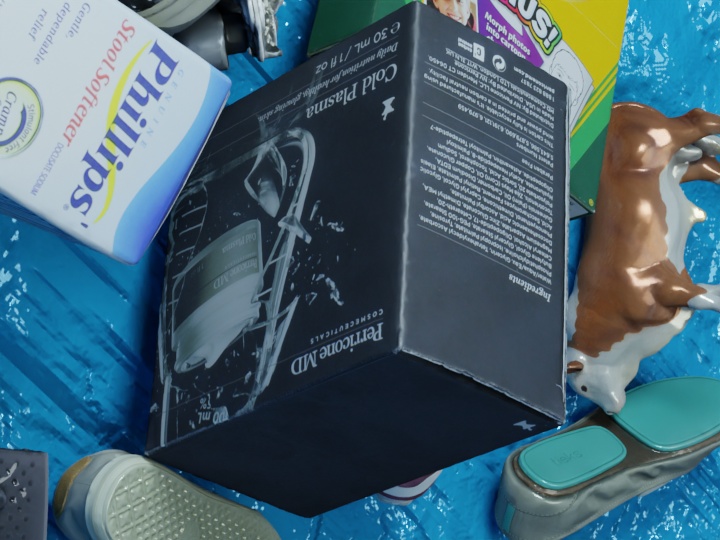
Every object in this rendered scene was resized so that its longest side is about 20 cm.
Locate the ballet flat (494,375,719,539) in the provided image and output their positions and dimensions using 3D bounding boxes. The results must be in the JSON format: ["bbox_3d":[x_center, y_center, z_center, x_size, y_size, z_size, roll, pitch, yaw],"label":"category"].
[{"bbox_3d":[0.161,0.121,1.475,0.199,0.067,0.064,-18,138,-36],"label":"ballet flat"}]

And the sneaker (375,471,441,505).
[{"bbox_3d":[0.028,0.038,1.356,0.074,0.090,0.201,12,58,-3],"label":"sneaker"}]

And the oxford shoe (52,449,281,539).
[{"bbox_3d":[-0.099,0.151,1.262,0.200,0.058,0.076,44,64,-48],"label":"oxford shoe"}]

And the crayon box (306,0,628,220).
[{"bbox_3d":[0.069,-0.148,1.355,0.200,0.058,0.173,36,54,-35],"label":"crayon box"}]

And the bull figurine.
[{"bbox_3d":[0.184,-0.010,1.453,0.065,0.121,0.201,36,57,-73],"label":"bull figurine"}]

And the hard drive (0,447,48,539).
[{"bbox_3d":[-0.227,0.185,1.162,0.134,0.042,0.201,8,86,-39],"label":"hard drive"}]

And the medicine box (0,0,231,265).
[{"bbox_3d":[-0.195,-0.103,1.079,0.200,0.182,0.103,32,83,-35],"label":"medicine box"}]

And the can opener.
[{"bbox_3d":[-0.073,-0.138,1.195,0.066,0.200,0.053,-9,101,-4],"label":"can opener"}]

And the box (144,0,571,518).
[{"bbox_3d":[0.000,0.000,1.206,0.124,0.199,0.198,24,56,-36],"label":"box"}]

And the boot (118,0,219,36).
[{"bbox_3d":[-0.078,-0.222,1.046,0.204,0.073,0.154,-49,129,2],"label":"boot"}]
